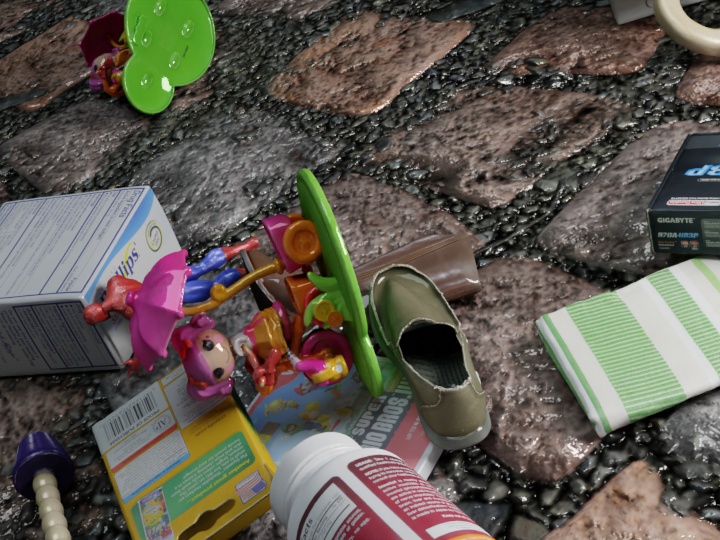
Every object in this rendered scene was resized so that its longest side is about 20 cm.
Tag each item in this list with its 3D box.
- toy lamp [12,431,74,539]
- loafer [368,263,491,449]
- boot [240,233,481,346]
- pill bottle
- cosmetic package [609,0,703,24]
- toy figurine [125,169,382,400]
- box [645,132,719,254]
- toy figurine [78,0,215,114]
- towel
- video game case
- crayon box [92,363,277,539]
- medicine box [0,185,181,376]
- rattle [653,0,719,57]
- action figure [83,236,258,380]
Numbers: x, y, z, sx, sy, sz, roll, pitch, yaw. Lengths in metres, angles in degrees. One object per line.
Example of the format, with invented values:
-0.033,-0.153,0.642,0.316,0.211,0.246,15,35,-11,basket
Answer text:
-0.265,0.211,1.086,0.058,0.059,0.200,-27,38,-7,toy lamp
0.059,0.056,1.057,0.075,0.070,0.201,-17,45,-11,loafer
0.000,0.000,1.202,0.199,0.065,0.187,-26,43,-13,boot
0.019,0.199,0.897,0.113,0.114,0.200,-34,37,-17,pill bottle
0.352,-0.432,1.474,0.166,0.201,0.167,-14,35,12,cosmetic package
-0.097,0.042,1.041,0.183,0.202,0.150,-20,12,-8,toy figurine
0.369,-0.071,1.105,0.198,0.046,0.159,2,32,30,box
-0.324,-0.299,1.760,0.183,0.150,0.202,-3,62,46,toy figurine
0.261,0.053,1.042,0.198,0.024,0.153,-21,36,-1,towel
-0.012,0.129,1.089,0.199,0.018,0.143,5,44,34,video game case
-0.142,0.169,1.057,0.125,0.052,0.200,-35,38,-2,crayon box
-0.318,0.012,1.332,0.198,0.103,0.183,-4,39,22,medicine box
0.352,-0.324,1.337,0.200,0.143,0.130,40,85,13,rattle
-0.186,0.038,1.259,0.199,0.100,0.065,-15,47,-33,action figure
